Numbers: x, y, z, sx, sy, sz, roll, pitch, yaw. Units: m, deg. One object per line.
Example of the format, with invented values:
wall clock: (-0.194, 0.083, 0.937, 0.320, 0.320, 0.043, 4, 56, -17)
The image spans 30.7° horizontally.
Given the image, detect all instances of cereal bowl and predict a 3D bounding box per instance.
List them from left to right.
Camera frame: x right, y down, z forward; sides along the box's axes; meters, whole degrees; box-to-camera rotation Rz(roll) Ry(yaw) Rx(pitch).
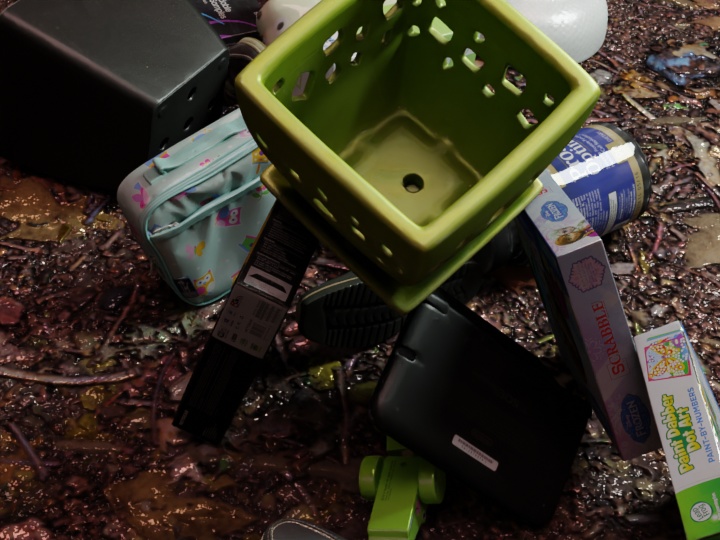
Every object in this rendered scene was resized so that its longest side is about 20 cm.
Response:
cereal bowl: (0.216, -0.340, 1.650, 0.199, 0.084, 0.200, 2, 43, -2)

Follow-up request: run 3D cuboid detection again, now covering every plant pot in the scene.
plant pot: (-0.253, -0.198, 1.404, 0.177, 0.200, 0.200, 31, 48, 12)
plant pot: (0.038, -0.098, 1.019, 0.199, 0.182, 0.200, -41, 73, -19)

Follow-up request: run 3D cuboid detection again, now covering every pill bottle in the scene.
pill bottle: (0.187, -0.069, 1.329, 0.200, 0.112, 0.112, -23, 48, -26)

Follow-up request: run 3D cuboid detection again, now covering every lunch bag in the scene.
lunch bag: (-0.127, -0.066, 1.254, 0.200, 0.161, 0.077, -34, 52, -11)

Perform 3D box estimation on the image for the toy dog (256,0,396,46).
toy dog: (-0.047, -0.304, 1.576, 0.139, 0.194, 0.200, -17, 21, 48)

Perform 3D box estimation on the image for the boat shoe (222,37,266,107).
boat shoe: (-0.143, -0.213, 1.467, 0.066, 0.072, 0.201, -40, 21, -15)

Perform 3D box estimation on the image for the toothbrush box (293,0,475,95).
toothbrush box: (0.020, -0.202, 1.426, 0.200, 0.146, 0.086, -21, 47, -32)

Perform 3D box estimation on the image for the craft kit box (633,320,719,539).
craft kit box: (0.275, 0.175, 1.006, 0.048, 0.200, 0.198, -23, 39, 13)

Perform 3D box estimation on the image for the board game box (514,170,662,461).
board game box: (0.186, 0.028, 1.119, 0.041, 0.200, 0.200, -21, 23, 2)

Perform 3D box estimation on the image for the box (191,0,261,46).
box: (-0.221, -0.306, 1.625, 0.199, 0.036, 0.143, -14, 45, -20)

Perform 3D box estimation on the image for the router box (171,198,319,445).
router box: (-0.092, 0.036, 1.135, 0.051, 0.200, 0.149, 26, 43, -4)

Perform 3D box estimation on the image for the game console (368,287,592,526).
game console: (0.088, 0.100, 1.127, 0.200, 0.116, 0.176, 34, 67, -23)

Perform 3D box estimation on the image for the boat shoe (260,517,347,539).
boat shoe: (0.002, 0.244, 1.013, 0.200, 0.062, 0.073, 33, 50, 29)

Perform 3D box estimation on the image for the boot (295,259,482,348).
boot: (0.000, 0.000, 1.283, 0.199, 0.078, 0.138, -10, 38, -33)

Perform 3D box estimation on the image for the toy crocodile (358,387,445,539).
toy crocodile: (0.043, 0.156, 1.119, 0.067, 0.062, 0.200, -6, 43, 17)
